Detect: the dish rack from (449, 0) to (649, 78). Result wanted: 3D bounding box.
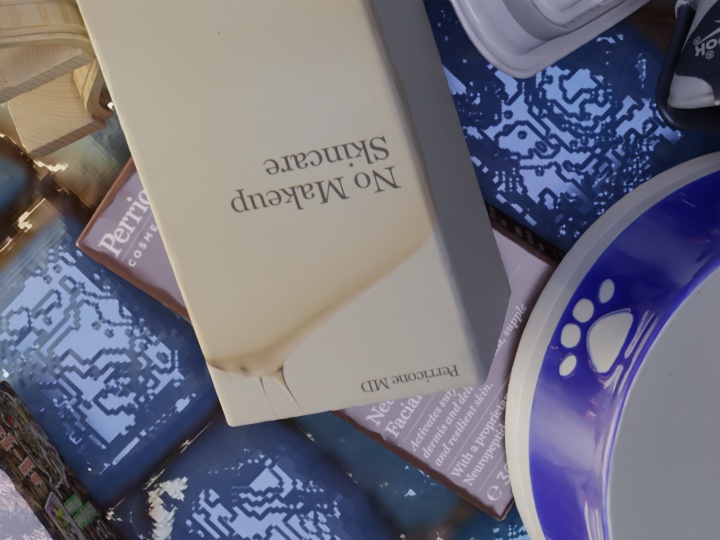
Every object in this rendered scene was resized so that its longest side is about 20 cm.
[{"bbox_3d":[0.056,-0.182,1.098,0.044,0.172,0.200,-23,97,32],"label":"dish rack"}]

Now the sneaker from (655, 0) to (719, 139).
[{"bbox_3d":[0.139,-0.112,1.065,0.079,0.130,0.199,-20,106,34],"label":"sneaker"}]

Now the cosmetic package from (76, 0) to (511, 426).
[{"bbox_3d":[-0.024,-0.053,1.051,0.103,0.073,0.200,-11,115,17],"label":"cosmetic package"}]

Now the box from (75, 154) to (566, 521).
[{"bbox_3d":[0.000,0.000,1.166,0.200,0.075,0.100,32,96,0],"label":"box"}]

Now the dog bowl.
[{"bbox_3d":[0.160,0.057,1.124,0.200,0.079,0.200,-7,108,-23],"label":"dog bowl"}]

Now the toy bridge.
[{"bbox_3d":[-0.129,-0.078,1.100,0.067,0.200,0.027,-25,79,13],"label":"toy bridge"}]

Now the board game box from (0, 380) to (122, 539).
[{"bbox_3d":[-0.152,0.173,1.175,0.159,0.097,0.200,-36,94,5],"label":"board game box"}]
